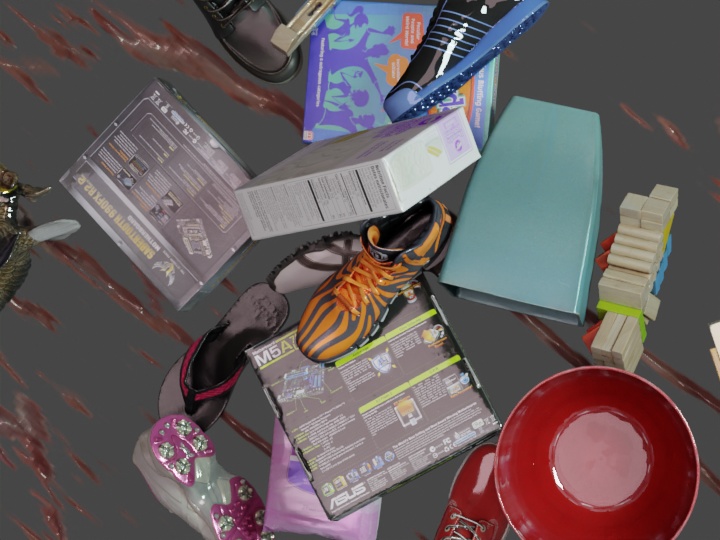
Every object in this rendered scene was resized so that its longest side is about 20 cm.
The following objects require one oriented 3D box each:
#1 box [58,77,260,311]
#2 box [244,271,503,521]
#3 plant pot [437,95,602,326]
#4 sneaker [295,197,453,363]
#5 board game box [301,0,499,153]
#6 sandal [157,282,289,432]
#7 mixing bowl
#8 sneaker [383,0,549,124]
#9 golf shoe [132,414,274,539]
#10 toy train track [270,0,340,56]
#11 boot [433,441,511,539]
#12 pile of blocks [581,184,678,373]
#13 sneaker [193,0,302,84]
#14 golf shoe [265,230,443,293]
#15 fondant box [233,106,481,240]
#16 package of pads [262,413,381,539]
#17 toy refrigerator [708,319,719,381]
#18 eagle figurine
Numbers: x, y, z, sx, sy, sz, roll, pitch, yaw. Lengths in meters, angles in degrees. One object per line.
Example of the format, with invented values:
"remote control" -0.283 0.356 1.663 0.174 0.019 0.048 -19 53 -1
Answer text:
"box" -0.200 -0.081 1.749 0.200 0.048 0.158 46 99 9
"box" 0.013 0.120 1.632 0.199 0.048 0.194 -29 77 3
"plant pot" 0.176 -0.062 1.631 0.140 0.141 0.202 14 86 11
"sneaker" 0.005 0.000 1.572 0.077 0.112 0.200 41 87 16
"board game box" 0.044 -0.200 1.702 0.198 0.045 0.154 4 90 11
"sandal" -0.153 0.096 1.741 0.075 0.045 0.200 39 97 9
"mixing bowl" 0.238 0.194 1.629 0.198 0.108 0.202 0 89 12
"sneaker" 0.092 -0.233 1.639 0.200 0.070 0.078 -39 81 1
"golf shoe" -0.167 0.243 1.739 0.091 0.075 0.201 -26 101 50
"toy train track" -0.022 -0.305 1.688 0.114 0.033 0.200 36 77 22
"boot" 0.103 0.272 1.639 0.072 0.144 0.202 19 92 12
"pile of blocks" 0.267 0.009 1.647 0.062 0.082 0.202 15 83 26
"sneaker" -0.143 -0.279 1.709 0.075 0.106 0.200 -40 82 8
"golf shoe" 0.000 0.000 1.695 0.199 0.078 0.095 -20 86 12
"fondant box" -0.004 -0.094 1.590 0.199 0.144 0.059 -8 109 40
"package of pads" -0.030 0.181 1.701 0.119 0.076 0.202 7 91 9
"toy refrigerator" 0.402 0.140 1.613 0.069 0.076 0.202 -18 87 11
"eagle figurine" -0.414 -0.014 1.749 0.150 0.151 0.201 9 72 47
